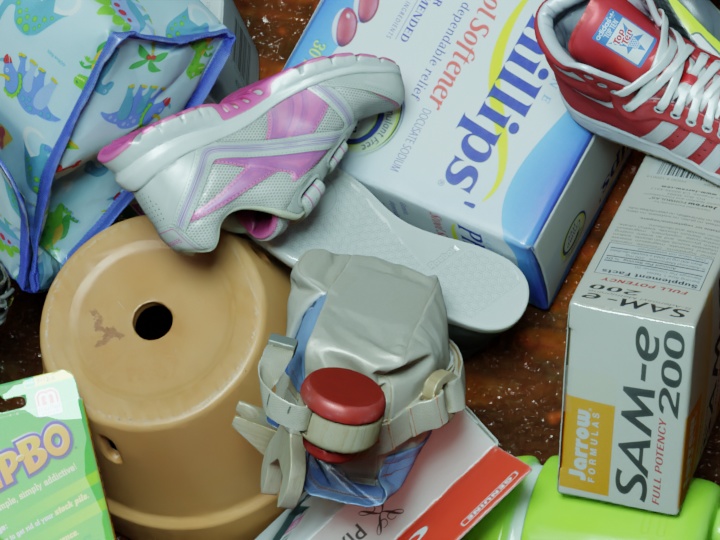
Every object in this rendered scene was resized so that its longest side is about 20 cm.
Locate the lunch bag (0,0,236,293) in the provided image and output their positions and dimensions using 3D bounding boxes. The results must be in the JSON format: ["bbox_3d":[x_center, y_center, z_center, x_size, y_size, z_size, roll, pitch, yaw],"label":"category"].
[{"bbox_3d":[-0.199,-0.113,1.634,0.170,0.127,0.200,48,123,27],"label":"lunch bag"}]

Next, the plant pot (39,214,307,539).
[{"bbox_3d":[-0.107,0.055,1.648,0.200,0.140,0.200,-4,67,9],"label":"plant pot"}]

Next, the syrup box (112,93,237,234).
[{"bbox_3d":[-0.180,-0.062,1.734,0.200,0.079,0.082,-3,70,17],"label":"syrup box"}]

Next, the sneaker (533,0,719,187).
[{"bbox_3d":[0.187,-0.105,1.537,0.200,0.112,0.071,17,71,30],"label":"sneaker"}]

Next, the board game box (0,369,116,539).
[{"bbox_3d":[-0.185,0.163,1.550,0.095,0.030,0.200,-13,87,-3],"label":"board game box"}]

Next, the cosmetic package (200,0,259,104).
[{"bbox_3d":[-0.174,-0.132,1.764,0.200,0.102,0.074,-2,66,12],"label":"cosmetic package"}]

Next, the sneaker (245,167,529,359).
[{"bbox_3d":[0.000,0.000,1.660,0.200,0.099,0.071,25,66,2],"label":"sneaker"}]

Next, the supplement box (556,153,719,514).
[{"bbox_3d":[0.173,0.030,1.555,0.073,0.126,0.200,10,32,15],"label":"supplement box"}]

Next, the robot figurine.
[{"bbox_3d":[0.137,0.168,1.559,0.200,0.116,0.176,7,62,16],"label":"robot figurine"}]

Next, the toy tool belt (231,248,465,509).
[{"bbox_3d":[-0.008,0.082,1.529,0.125,0.123,0.200,15,26,2],"label":"toy tool belt"}]

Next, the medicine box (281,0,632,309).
[{"bbox_3d":[0.066,-0.105,1.700,0.200,0.103,0.182,23,74,21],"label":"medicine box"}]

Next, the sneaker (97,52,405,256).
[{"bbox_3d":[-0.054,-0.065,1.594,0.200,0.081,0.088,-24,94,-28],"label":"sneaker"}]

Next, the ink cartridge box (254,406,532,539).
[{"bbox_3d":[-0.004,0.153,1.566,0.200,0.174,0.044,-43,99,-5],"label":"ink cartridge box"}]

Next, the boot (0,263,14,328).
[{"bbox_3d":[-0.249,0.070,1.655,0.069,0.174,0.200,-12,52,-43],"label":"boot"}]

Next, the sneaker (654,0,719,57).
[{"bbox_3d":[0.258,-0.123,1.642,0.200,0.074,0.081,33,84,-17],"label":"sneaker"}]
